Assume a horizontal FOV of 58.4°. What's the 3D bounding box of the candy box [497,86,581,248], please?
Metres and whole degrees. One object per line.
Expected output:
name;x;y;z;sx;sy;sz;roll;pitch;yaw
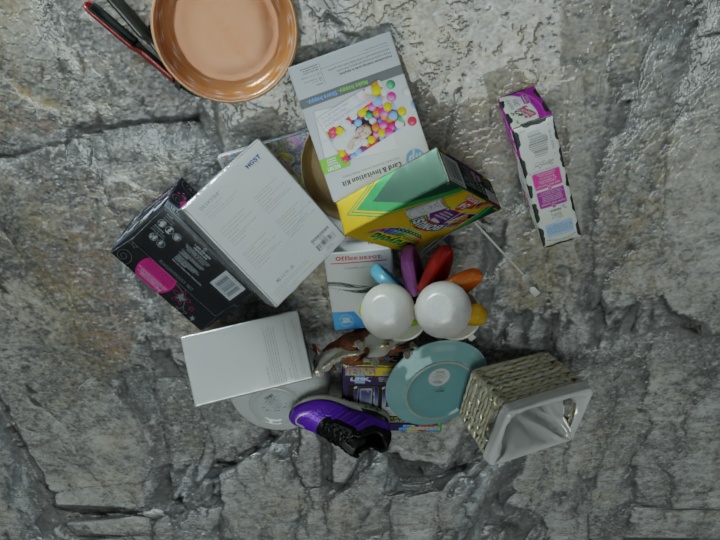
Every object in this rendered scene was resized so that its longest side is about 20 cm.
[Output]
candy box;0.265;-0.154;0.960;0.061;0.137;0.200;-18;119;13

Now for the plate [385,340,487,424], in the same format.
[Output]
plate;0.145;0.216;1.186;0.199;0.026;0.201;-6;122;-9

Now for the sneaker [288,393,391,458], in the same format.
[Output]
sneaker;-0.032;0.292;1.184;0.199;0.100;0.070;12;123;-15

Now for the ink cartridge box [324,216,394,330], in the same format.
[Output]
ink cartridge box;0.000;0.000;1.099;0.115;0.067;0.201;-5;121;4

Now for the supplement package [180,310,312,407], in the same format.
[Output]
supplement package;-0.192;0.149;1.118;0.199;0.120;0.122;-12;87;-5

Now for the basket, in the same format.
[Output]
basket;0.295;0.244;1.174;0.199;0.123;0.136;-8;126;-26

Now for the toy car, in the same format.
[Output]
toy car;0.095;0.033;1.002;0.199;0.175;0.151;-3;82;17

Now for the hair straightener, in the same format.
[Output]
hair straightener;-0.289;-0.327;0.918;0.077;0.041;0.200;-37;114;21

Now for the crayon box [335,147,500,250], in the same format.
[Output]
crayon box;0.090;-0.095;0.956;0.172;0.058;0.200;-27;161;27

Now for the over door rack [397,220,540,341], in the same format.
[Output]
over door rack;0.180;-0.003;1.085;0.148;0.067;0.200;-40;92;22

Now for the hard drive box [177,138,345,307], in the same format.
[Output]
hard drive box;-0.148;-0.070;0.977;0.156;0.077;0.200;-45;106;-13

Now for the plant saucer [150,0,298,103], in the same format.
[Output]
plant saucer;-0.187;-0.338;0.899;0.199;0.037;0.201;-3;117;-7

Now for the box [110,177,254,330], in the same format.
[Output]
box;-0.276;-0.027;1.060;0.132;0.115;0.200;-34;116;18

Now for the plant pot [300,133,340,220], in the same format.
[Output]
plant pot;0.005;-0.169;1.003;0.199;0.028;0.201;-5;119;-9

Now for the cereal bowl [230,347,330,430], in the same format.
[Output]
cereal bowl;-0.159;0.235;1.237;0.199;0.083;0.201;0;122;1

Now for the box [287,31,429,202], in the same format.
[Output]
box;0.001;-0.217;0.926;0.155;0.041;0.201;-18;97;2

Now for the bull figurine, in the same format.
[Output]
bull figurine;0.011;0.135;1.127;0.200;0.121;0.065;-18;99;-29

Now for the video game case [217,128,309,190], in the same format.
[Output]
video game case;-0.110;-0.148;1.039;0.199;0.018;0.144;-14;120;9

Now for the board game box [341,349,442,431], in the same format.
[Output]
board game box;0.062;0.233;1.247;0.199;0.057;0.166;2;120;-1
